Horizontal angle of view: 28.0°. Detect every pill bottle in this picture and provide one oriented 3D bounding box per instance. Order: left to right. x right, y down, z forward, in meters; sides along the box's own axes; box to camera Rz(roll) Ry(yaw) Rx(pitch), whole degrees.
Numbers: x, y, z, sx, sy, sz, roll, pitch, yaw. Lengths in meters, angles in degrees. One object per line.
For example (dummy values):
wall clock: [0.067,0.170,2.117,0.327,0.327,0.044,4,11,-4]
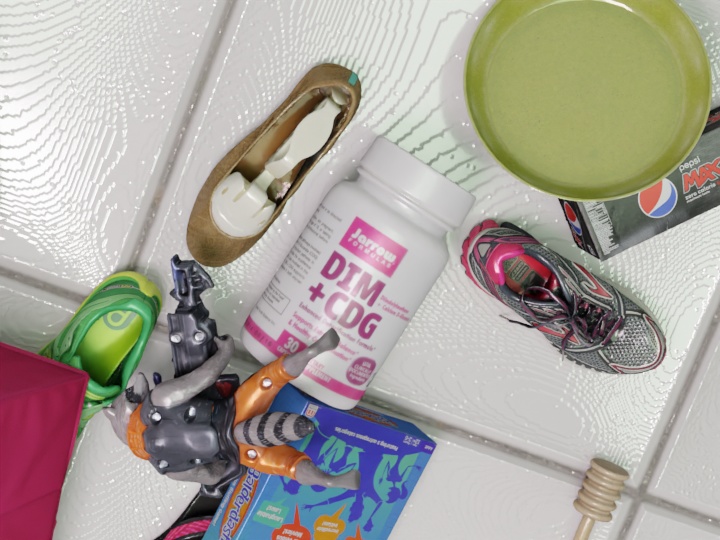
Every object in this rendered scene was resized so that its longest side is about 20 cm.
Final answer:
pill bottle: [0.000,0.000,1.160,0.113,0.113,0.200,31,94,-14]

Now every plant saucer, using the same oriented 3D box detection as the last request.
plant saucer: [0.182,-0.148,1.171,0.199,0.031,0.201,-1,76,2]

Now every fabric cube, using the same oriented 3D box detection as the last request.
fabric cube: [-0.346,0.153,1.056,0.195,0.199,0.201,15,99,15]

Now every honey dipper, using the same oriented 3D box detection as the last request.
honey dipper: [0.187,0.265,1.287,0.038,0.038,0.201,17,100,-13]

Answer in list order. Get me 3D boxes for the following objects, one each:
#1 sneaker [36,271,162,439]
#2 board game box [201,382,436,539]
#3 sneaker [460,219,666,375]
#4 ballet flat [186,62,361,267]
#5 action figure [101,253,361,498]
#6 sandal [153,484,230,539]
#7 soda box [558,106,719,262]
sneaker: [-0.232,0.088,1.154,0.074,0.084,0.200,33,95,-15]
board game box: [-0.043,0.205,1.201,0.152,0.045,0.201,22,98,-39]
sneaker: [0.173,0.033,1.217,0.200,0.075,0.081,29,95,-15]
ballet flat: [-0.068,-0.082,1.153,0.068,0.072,0.200,42,92,-14]
action figure: [-0.108,0.091,1.086,0.193,0.105,0.201,-9,104,22]
sandal: [-0.141,0.241,1.220,0.200,0.045,0.075,-38,105,0]
soda box: [0.268,-0.082,1.211,0.199,0.071,0.064,-25,104,-3]
